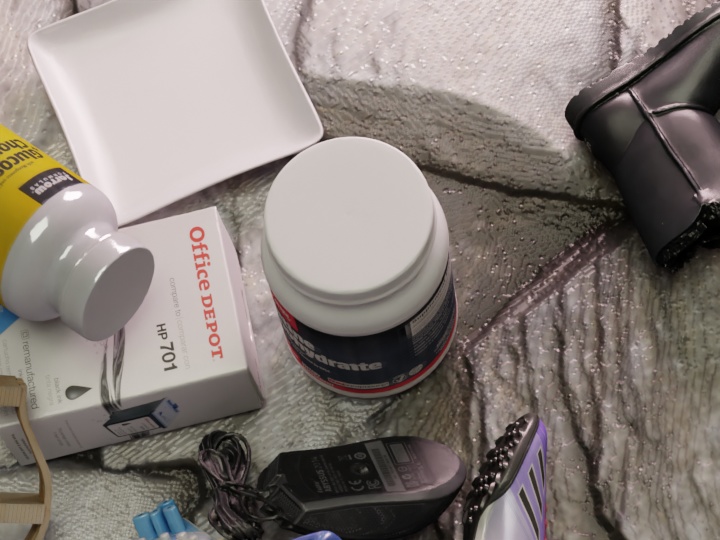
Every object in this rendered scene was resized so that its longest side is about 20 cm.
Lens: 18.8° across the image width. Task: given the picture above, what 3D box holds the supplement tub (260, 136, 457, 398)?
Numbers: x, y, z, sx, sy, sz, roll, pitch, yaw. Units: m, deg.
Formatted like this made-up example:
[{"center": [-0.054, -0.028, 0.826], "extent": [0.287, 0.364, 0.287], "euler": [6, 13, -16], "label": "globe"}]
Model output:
[{"center": [0.000, 0.000, 1.629], "extent": [0.139, 0.200, 0.141], "euler": [-2, 66, 5], "label": "supplement tub"}]

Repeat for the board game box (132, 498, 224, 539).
[{"center": [-0.193, 0.228, 1.545], "extent": [0.199, 0.200, 0.026], "euler": [-24, 102, -16], "label": "board game box"}]

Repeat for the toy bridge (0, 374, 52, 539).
[{"center": [-0.266, 0.178, 1.622], "extent": [0.067, 0.027, 0.202], "euler": [4, 104, -23], "label": "toy bridge"}]

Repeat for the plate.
[{"center": [-0.153, -0.146, 1.800], "extent": [0.198, 0.032, 0.201], "euler": [-23, 66, -5], "label": "plate"}]

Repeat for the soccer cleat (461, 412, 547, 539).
[{"center": [0.111, 0.204, 1.612], "extent": [0.073, 0.068, 0.201], "euler": [24, 65, -10], "label": "soccer cleat"}]

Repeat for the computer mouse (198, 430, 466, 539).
[{"center": [-0.020, 0.168, 1.623], "extent": [0.198, 0.053, 0.139], "euler": [-3, 27, -10], "label": "computer mouse"}]

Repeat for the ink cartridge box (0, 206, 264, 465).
[{"center": [-0.187, 0.050, 1.689], "extent": [0.198, 0.086, 0.147], "euler": [-14, 65, 2], "label": "ink cartridge box"}]

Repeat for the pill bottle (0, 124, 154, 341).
[{"center": [-0.253, -0.032, 1.627], "extent": [0.199, 0.112, 0.112], "euler": [32, 73, 22], "label": "pill bottle"}]

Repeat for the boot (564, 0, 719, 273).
[{"center": [0.281, -0.108, 1.715], "extent": [0.199, 0.076, 0.169], "euler": [-32, 63, -1], "label": "boot"}]

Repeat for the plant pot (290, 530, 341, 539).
[{"center": [-0.046, 0.317, 1.478], "extent": [0.180, 0.200, 0.200], "euler": [42, 61, -9], "label": "plant pot"}]
